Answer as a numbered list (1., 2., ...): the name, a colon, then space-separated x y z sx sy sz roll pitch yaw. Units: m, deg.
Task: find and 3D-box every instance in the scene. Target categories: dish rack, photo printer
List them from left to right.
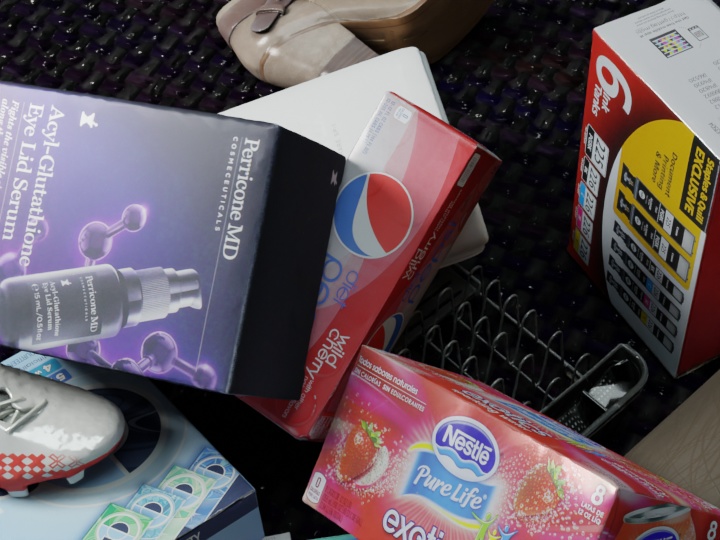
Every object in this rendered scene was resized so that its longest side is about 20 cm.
1. photo printer: -0.030 -0.052 1.092 0.198 0.070 0.167 -19 46 4
2. dish rack: 0.061 0.062 1.037 0.153 0.055 0.200 -35 57 -27

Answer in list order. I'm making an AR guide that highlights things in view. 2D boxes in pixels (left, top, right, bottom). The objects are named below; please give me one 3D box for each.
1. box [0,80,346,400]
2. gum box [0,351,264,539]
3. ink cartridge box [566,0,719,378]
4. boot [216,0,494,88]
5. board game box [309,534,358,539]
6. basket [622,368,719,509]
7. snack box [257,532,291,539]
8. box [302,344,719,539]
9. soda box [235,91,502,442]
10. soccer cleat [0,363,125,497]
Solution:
1. box: -0.125 -0.017 0.932 0.198 0.104 0.150 9 87 21
2. gum box: -0.180 0.129 0.964 0.169 0.045 0.200 -30 44 -24
3. ink cartridge box: 0.215 -0.038 1.024 0.083 0.201 0.176 -23 51 -18
4. boot: -0.007 -0.206 1.260 0.146 0.071 0.200 36 58 29
5. board game box: -0.005 0.194 0.817 0.151 0.045 0.200 -4 17 -27
6. basket: 0.232 0.121 0.937 0.179 0.137 0.200 11 40 39
7. snack box: -0.131 0.199 0.931 0.198 0.024 0.072 -10 42 -5
8. box: 0.075 0.122 0.853 0.199 0.099 0.096 26 95 48
9. soda box: 0.000 0.000 0.974 0.070 0.063 0.201 32 96 18
10. soccer cleat: -0.231 0.073 0.937 0.198 0.086 0.069 6 42 17
